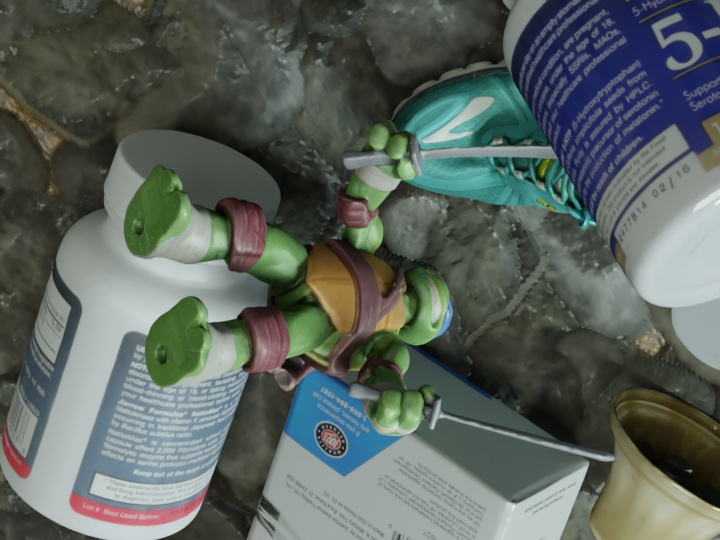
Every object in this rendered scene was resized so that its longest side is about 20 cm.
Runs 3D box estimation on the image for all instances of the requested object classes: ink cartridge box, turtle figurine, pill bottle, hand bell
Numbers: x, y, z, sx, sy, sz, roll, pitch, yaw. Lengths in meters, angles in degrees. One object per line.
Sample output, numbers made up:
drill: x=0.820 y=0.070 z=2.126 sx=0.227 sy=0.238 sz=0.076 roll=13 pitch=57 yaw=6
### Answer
ink cartridge box: x=0.018 y=0.160 z=1.077 sx=0.146 sy=0.084 sz=0.201 roll=33 pitch=119 yaw=27
turtle figurine: x=0.000 y=0.000 z=0.935 sx=0.200 sy=0.193 sz=0.145 roll=18 pitch=102 yaw=50
pill bottle: x=0.136 y=-0.096 z=0.914 sx=0.120 sy=0.119 sz=0.201 roll=-39 pitch=62 yaw=23
hand bell: x=0.130 y=0.174 z=1.069 sx=0.104 sy=0.104 sz=0.201 roll=30 pitch=112 yaw=-1
pill bottle: x=-0.114 y=0.033 z=1.060 sx=0.119 sy=0.120 sz=0.201 roll=22 pitch=115 yaw=2

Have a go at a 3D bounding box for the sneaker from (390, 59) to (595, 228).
sneaker: x=0.109 y=-0.059 z=0.997 sx=0.199 sy=0.080 sz=0.078 roll=6 pitch=113 yaw=10

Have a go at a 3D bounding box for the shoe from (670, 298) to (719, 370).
shoe: x=0.240 y=-0.021 z=0.992 sx=0.071 sy=0.091 sz=0.200 roll=45 pitch=143 yaw=2
